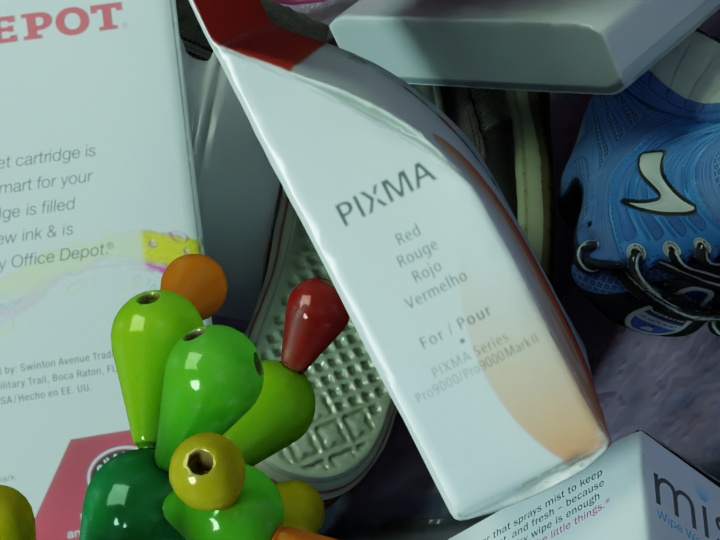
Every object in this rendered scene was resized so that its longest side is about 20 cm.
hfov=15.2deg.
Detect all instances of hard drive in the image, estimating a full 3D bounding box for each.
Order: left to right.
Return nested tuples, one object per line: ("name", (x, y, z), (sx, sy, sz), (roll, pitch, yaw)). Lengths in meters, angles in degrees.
("hard drive", (0.101, -0.122, 0.861), (0.200, 0.027, 0.132), (-39, 26, -27))

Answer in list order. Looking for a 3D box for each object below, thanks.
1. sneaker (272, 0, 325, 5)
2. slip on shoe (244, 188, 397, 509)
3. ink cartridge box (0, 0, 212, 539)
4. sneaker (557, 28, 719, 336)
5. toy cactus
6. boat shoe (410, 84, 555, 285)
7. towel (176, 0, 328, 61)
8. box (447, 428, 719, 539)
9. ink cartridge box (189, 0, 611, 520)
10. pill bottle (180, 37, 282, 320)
("sneaker", (0.019, -0.135, 0.808), (0.199, 0.074, 0.088), (-6, 87, 44))
("slip on shoe", (0.000, 0.000, 0.935), (0.061, 0.074, 0.201), (116, 176, -58))
("ink cartridge box", (-0.126, -0.005, 0.870), (0.086, 0.147, 0.201), (-136, 40, -75))
("sneaker", (0.114, -0.013, 0.784), (0.089, 0.078, 0.200), (-60, 21, 4))
("toy cactus", (-0.060, 0.086, 0.744), (0.165, 0.102, 0.200), (-59, 3, 23))
("boat shoe", (0.030, -0.029, 0.889), (0.073, 0.064, 0.201), (93, 178, -47))
("towel", (-0.140, -0.076, 1.091), (0.192, 0.200, 0.035), (-38, 53, 26))
("box", (0.029, 0.169, 0.684), (0.200, 0.097, 0.177), (-36, 34, 30))
("ink cartridge box", (0.003, -0.044, 0.726), (0.050, 0.201, 0.162), (-24, 5, 5))
("pill bottle", (-0.126, -0.045, 0.970), (0.114, 0.199, 0.115), (-170, 90, -88))
